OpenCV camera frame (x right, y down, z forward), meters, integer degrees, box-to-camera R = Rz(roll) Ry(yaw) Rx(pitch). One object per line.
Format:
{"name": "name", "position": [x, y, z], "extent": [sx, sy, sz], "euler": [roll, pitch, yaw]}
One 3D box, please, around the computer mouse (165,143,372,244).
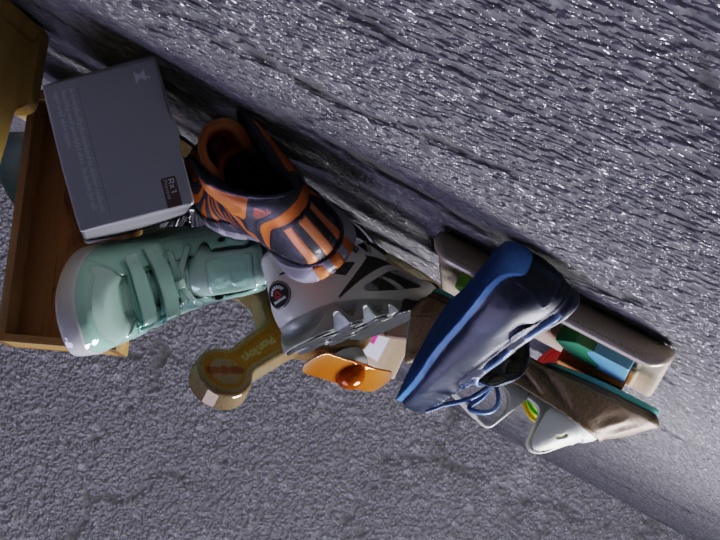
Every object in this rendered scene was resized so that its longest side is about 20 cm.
{"name": "computer mouse", "position": [-0.066, -0.034, 1.494], "extent": [0.199, 0.044, 0.110], "euler": [23, 132, 9]}

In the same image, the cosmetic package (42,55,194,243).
{"name": "cosmetic package", "position": [-0.173, -0.081, 1.278], "extent": [0.090, 0.108, 0.200], "euler": [-15, 179, -6]}

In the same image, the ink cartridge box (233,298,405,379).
{"name": "ink cartridge box", "position": [-0.046, 0.048, 2.117], "extent": [0.199, 0.075, 0.165], "euler": [30, 173, -11]}

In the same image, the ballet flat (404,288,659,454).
{"name": "ballet flat", "position": [0.119, 0.089, 1.318], "extent": [0.199, 0.073, 0.068], "euler": [29, 171, 0]}

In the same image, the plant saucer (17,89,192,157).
{"name": "plant saucer", "position": [-0.211, -0.116, 1.579], "extent": [0.199, 0.036, 0.200], "euler": [24, 176, 2]}

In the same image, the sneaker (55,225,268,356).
{"name": "sneaker", "position": [-0.136, 0.004, 1.323], "extent": [0.117, 0.074, 0.200], "euler": [-7, -165, 26]}

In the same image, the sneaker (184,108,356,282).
{"name": "sneaker", "position": [-0.085, -0.073, 1.264], "extent": [0.200, 0.078, 0.112], "euler": [29, 163, 50]}

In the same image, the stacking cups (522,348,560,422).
{"name": "stacking cups", "position": [0.176, 0.097, 1.608], "extent": [0.060, 0.061, 0.200], "euler": [27, 170, 9]}

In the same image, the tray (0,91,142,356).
{"name": "tray", "position": [-0.223, -0.037, 1.420], "extent": [0.098, 0.202, 0.037], "euler": [4, 169, 10]}

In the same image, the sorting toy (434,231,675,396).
{"name": "sorting toy", "position": [0.136, 0.041, 1.322], "extent": [0.184, 0.037, 0.200], "euler": [27, 175, 9]}

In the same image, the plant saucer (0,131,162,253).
{"name": "plant saucer", "position": [-0.224, -0.055, 1.534], "extent": [0.201, 0.039, 0.201], "euler": [42, -164, -15]}

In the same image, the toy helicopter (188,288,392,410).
{"name": "toy helicopter", "position": [-0.054, 0.059, 1.393], "extent": [0.132, 0.200, 0.079], "euler": [44, 133, 11]}

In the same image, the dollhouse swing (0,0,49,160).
{"name": "dollhouse swing", "position": [-0.339, -0.145, 1.269], "extent": [0.181, 0.177, 0.200], "euler": [26, 175, 20]}

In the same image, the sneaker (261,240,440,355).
{"name": "sneaker", "position": [-0.004, 0.005, 1.351], "extent": [0.200, 0.074, 0.089], "euler": [-4, -112, -61]}

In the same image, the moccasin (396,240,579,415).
{"name": "moccasin", "position": [0.082, 0.056, 1.213], "extent": [0.068, 0.081, 0.200], "euler": [29, 151, -5]}

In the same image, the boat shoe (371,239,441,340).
{"name": "boat shoe", "position": [0.000, 0.000, 1.544], "extent": [0.199, 0.072, 0.064], "euler": [24, -153, 29]}
